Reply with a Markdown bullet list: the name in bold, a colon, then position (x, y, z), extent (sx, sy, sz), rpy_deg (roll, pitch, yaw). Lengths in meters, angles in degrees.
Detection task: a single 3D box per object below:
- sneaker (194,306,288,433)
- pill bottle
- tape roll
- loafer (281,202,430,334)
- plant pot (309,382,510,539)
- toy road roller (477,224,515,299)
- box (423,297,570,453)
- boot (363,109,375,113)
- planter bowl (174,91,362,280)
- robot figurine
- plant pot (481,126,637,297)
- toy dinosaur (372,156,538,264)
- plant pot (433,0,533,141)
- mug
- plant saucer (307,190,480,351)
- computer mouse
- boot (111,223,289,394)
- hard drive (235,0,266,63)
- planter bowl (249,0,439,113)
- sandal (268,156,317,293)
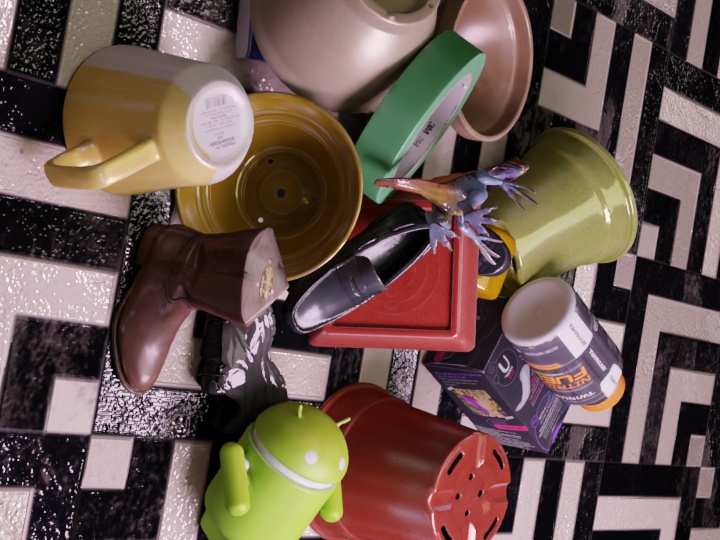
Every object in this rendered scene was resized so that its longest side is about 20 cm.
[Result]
- **sneaker**: position (-0.139, 0.088, 1.366), extent (0.091, 0.076, 0.201), rpy_deg (-27, 113, -36)
- **pill bottle**: position (0.271, 0.104, 1.627), extent (0.200, 0.106, 0.106), rpy_deg (47, 63, -39)
- **tape roll**: position (0.060, -0.167, 1.380), extent (0.201, 0.048, 0.200), rpy_deg (-53, 173, -10)
- **loafer**: position (0.000, 0.000, 1.390), extent (0.200, 0.070, 0.068), rpy_deg (-39, 120, -7)
- **plant pot**: position (0.061, 0.250, 1.512), extent (0.200, 0.195, 0.202), rpy_deg (-9, 103, -46)
- **toy road roller**: position (0.097, -0.032, 1.544), extent (0.200, 0.146, 0.123), rpy_deg (35, 70, -44)
- **box**: position (0.193, 0.140, 1.701), extent (0.200, 0.106, 0.122), rpy_deg (52, 58, -37)
- **boot**: position (0.012, -0.257, 1.439), extent (0.200, 0.073, 0.155), rpy_deg (-4, 103, -59)
- **planter bowl**: position (-0.091, -0.085, 1.349), extent (0.083, 0.200, 0.201), rpy_deg (16, 83, -82)
- **robot figurine**: position (-0.092, 0.228, 1.372), extent (0.175, 0.116, 0.200), rpy_deg (18, 113, -46)
- **plant pot**: position (0.232, -0.062, 1.671), extent (0.184, 0.200, 0.201), rpy_deg (-30, 118, -28)
- **toy dinosaur**: position (0.124, -0.096, 1.381), extent (0.200, 0.105, 0.182), rpy_deg (45, 29, -20)
- **plant pot**: position (0.130, -0.264, 1.577), extent (0.201, 0.092, 0.202), rpy_deg (-14, 107, -52)
- **mug**: position (-0.191, -0.128, 1.218), extent (0.149, 0.153, 0.187), rpy_deg (41, 67, -43)
- **plant saucer**: position (0.037, -0.004, 1.464), extent (0.037, 0.199, 0.200), rpy_deg (-57, 149, -82)
- **computer mouse**: position (0.093, -0.061, 1.490), extent (0.059, 0.200, 0.034), rpy_deg (-52, 180, 9)
- **boot**: position (-0.158, 0.044, 1.243), extent (0.064, 0.200, 0.187), rpy_deg (8, 89, -47)
- **hard drive**: position (-0.055, -0.294, 1.432), extent (0.200, 0.025, 0.132), rpy_deg (2, 95, -47)
- **planter bowl**: position (0.001, -0.283, 1.321), extent (0.200, 0.135, 0.201), rpy_deg (10, 69, -27)
- **sandal**: position (-0.069, -0.053, 1.418), extent (0.076, 0.043, 0.201), rpy_deg (-12, 100, -2)
